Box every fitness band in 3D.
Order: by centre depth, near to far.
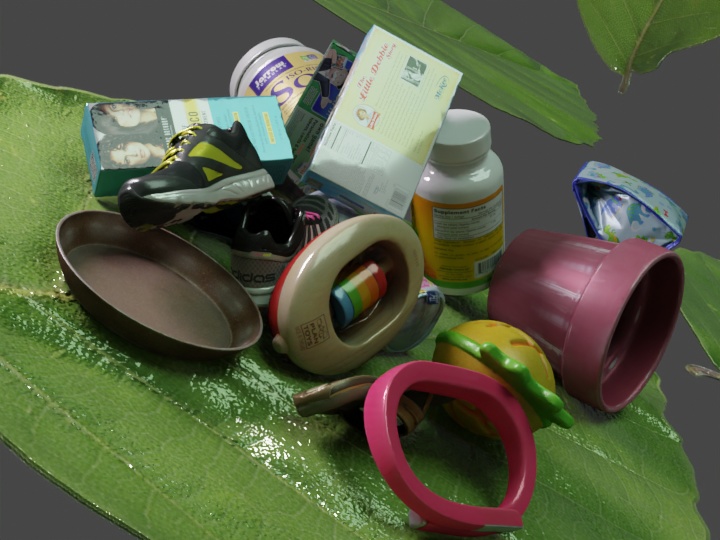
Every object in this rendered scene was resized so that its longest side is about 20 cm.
[{"bbox_3d":[0.081,0.152,1.136,0.199,0.037,0.145,16,56,-42],"label":"fitness band"}]

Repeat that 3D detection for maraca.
[{"bbox_3d":[0.135,0.106,1.274,0.137,0.107,0.200,39,-10,-11],"label":"maraca"}]

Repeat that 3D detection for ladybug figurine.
[{"bbox_3d":[-0.020,0.020,1.259,0.072,0.137,0.200,8,30,42],"label":"ladybug figurine"}]

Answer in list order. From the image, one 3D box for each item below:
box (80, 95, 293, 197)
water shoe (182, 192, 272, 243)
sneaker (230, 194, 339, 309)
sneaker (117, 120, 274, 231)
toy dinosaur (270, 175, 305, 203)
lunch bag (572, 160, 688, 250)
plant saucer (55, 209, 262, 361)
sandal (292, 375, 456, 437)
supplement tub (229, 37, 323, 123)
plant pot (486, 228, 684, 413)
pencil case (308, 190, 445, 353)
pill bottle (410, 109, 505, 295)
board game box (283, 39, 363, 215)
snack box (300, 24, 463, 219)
[{"bbox_3d":[-0.174,-0.127,1.337,0.199,0.049,0.083,-6,63,-23],"label":"box"},{"bbox_3d":[-0.172,-0.089,1.374,0.199,0.072,0.079,28,27,-5],"label":"water shoe"},{"bbox_3d":[-0.072,-0.040,1.309,0.073,0.088,0.200,12,30,19],"label":"sneaker"},{"bbox_3d":[-0.162,-0.092,1.236,0.200,0.074,0.085,-18,87,-60],"label":"sneaker"},{"bbox_3d":[-0.108,-0.098,1.459,0.200,0.088,0.048,40,38,-28],"label":"toy dinosaur"},{"bbox_3d":[0.443,-0.100,2.251,0.200,0.128,0.170,43,21,2],"label":"lunch bag"},{"bbox_3d":[-0.180,0.018,1.163,0.199,0.035,0.201,28,21,-11],"label":"plant saucer"},{"bbox_3d":[0.020,0.122,1.170,0.199,0.080,0.054,1,70,-51],"label":"sandal"},{"bbox_3d":[-0.067,-0.188,1.657,0.145,0.146,0.200,13,27,-42],"label":"supplement tub"},{"bbox_3d":[0.255,0.041,1.564,0.178,0.201,0.199,25,14,30],"label":"plant pot"},{"bbox_3d":[0.000,0.000,1.405,0.090,0.083,0.200,-1,37,-44],"label":"pencil case"},{"bbox_3d":[0.114,-0.081,1.564,0.110,0.201,0.111,-4,35,2],"label":"pill bottle"},{"bbox_3d":[-0.024,-0.143,1.531,0.134,0.201,0.029,29,16,-8],"label":"board game box"},{"bbox_3d":[0.025,-0.158,1.449,0.116,0.201,0.037,27,-25,-9],"label":"snack box"}]
